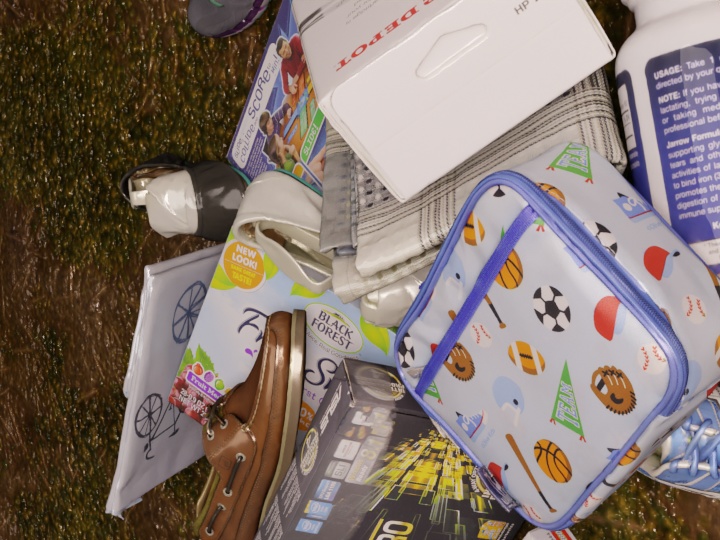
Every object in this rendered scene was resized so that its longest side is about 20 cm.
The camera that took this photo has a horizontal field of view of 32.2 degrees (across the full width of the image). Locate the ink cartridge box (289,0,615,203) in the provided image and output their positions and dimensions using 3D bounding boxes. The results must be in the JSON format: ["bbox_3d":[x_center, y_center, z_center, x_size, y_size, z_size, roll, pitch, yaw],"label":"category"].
[{"bbox_3d":[0.043,-0.151,0.732,0.146,0.086,0.200,-33,32,12],"label":"ink cartridge box"}]

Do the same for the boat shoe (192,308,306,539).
[{"bbox_3d":[-0.078,0.116,0.860,0.072,0.068,0.201,-83,3,-66],"label":"boat shoe"}]

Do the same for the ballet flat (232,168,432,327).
[{"bbox_3d":[0.000,0.000,0.833,0.199,0.069,0.070,28,117,15],"label":"ballet flat"}]

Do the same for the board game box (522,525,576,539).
[{"bbox_3d":[0.128,0.255,0.681,0.200,0.035,0.126,53,130,29],"label":"board game box"}]

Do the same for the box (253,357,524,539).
[{"bbox_3d":[0.027,0.158,0.839,0.049,0.161,0.201,-103,33,-53],"label":"box"}]

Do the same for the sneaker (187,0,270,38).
[{"bbox_3d":[-0.100,-0.252,0.979,0.200,0.087,0.075,-34,70,44],"label":"sneaker"}]

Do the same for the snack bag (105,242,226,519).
[{"bbox_3d":[-0.138,0.077,0.997,0.021,0.188,0.201,17,106,17],"label":"snack bag"}]

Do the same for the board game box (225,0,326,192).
[{"bbox_3d":[-0.030,-0.133,0.934,0.135,0.034,0.201,51,128,40],"label":"board game box"}]

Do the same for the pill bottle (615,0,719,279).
[{"bbox_3d":[0.197,-0.077,0.655,0.115,0.115,0.201,-12,87,48],"label":"pill bottle"}]

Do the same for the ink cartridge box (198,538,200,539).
[{"bbox_3d":[-0.109,0.302,1.033,0.198,0.047,0.201,-44,36,40],"label":"ink cartridge box"}]

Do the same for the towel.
[{"bbox_3d":[0.055,-0.089,0.764,0.199,0.035,0.193,-27,43,25],"label":"towel"}]

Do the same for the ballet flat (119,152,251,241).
[{"bbox_3d":[-0.153,-0.058,1.042,0.200,0.068,0.068,16,116,62],"label":"ballet flat"}]

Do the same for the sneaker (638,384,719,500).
[{"bbox_3d":[0.209,0.103,0.694,0.199,0.077,0.076,10,100,45],"label":"sneaker"}]

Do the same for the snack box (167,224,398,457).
[{"bbox_3d":[-0.026,0.076,0.911,0.200,0.068,0.169,33,120,14],"label":"snack box"}]

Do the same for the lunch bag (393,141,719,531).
[{"bbox_3d":[0.096,0.038,0.659,0.160,0.075,0.200,48,143,17],"label":"lunch bag"}]
